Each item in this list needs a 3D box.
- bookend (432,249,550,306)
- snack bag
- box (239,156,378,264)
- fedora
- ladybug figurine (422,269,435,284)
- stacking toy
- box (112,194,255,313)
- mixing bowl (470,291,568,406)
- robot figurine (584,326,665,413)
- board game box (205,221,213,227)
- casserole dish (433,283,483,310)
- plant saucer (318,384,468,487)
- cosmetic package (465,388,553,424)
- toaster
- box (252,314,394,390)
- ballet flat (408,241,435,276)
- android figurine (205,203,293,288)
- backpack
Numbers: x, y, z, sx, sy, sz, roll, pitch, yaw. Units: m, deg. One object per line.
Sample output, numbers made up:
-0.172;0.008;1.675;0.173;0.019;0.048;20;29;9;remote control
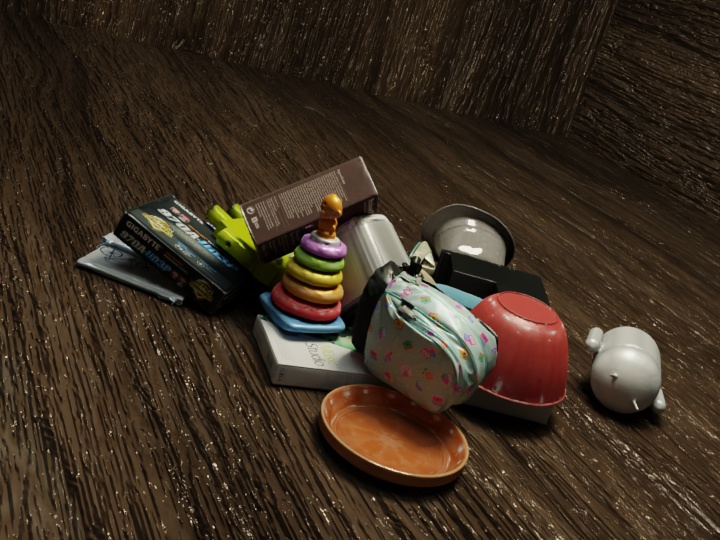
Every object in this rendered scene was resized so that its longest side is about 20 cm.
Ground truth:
0.231;0.062;1.582;0.196;0.093;0.200;15;22;-3;bookend
-0.332;-0.015;1.401;0.186;0.022;0.200;21;21;6;snack bag
-0.075;-0.090;1.336;0.100;0.198;0.076;88;-23;-73;box
0.213;-0.030;1.740;0.199;0.176;0.091;36;41;-29;fedora
0.036;0.025;1.488;0.198;0.136;0.072;18;58;10;ladybug figurine
-0.062;-0.016;1.275;0.109;0.202;0.116;3;22;-36;stacking toy
-0.266;-0.030;1.377;0.199;0.046;0.159;39;20;3;box
0.232;0.102;1.314;0.198;0.110;0.201;15;22;-6;mixing bowl
0.443;0.166;1.464;0.169;0.113;0.200;40;23;5;robot figurine
-0.194;-0.041;1.576;0.197;0.033;0.120;9;18;-20;board game box
0.141;0.068;1.424;0.199;0.121;0.039;21;57;-38;casserole dish
0.041;0.213;1.122;0.198;0.033;0.201;16;20;-6;plant saucer
0.189;0.157;1.361;0.197;0.052;0.151;15;19;-7;cosmetic package
0.000;0.000;1.368;0.113;0.199;0.130;-8;69;-47;toaster
-0.047;0.122;1.272;0.198;0.037;0.145;11;22;-24;box
0.109;0.004;1.670;0.062;0.068;0.200;21;30;13;ballet flat
-0.161;-0.037;1.443;0.200;0.041;0.182;42;20;17;android figurine
0.086;0.100;1.207;0.199;0.168;0.126;33;46;24;backpack
